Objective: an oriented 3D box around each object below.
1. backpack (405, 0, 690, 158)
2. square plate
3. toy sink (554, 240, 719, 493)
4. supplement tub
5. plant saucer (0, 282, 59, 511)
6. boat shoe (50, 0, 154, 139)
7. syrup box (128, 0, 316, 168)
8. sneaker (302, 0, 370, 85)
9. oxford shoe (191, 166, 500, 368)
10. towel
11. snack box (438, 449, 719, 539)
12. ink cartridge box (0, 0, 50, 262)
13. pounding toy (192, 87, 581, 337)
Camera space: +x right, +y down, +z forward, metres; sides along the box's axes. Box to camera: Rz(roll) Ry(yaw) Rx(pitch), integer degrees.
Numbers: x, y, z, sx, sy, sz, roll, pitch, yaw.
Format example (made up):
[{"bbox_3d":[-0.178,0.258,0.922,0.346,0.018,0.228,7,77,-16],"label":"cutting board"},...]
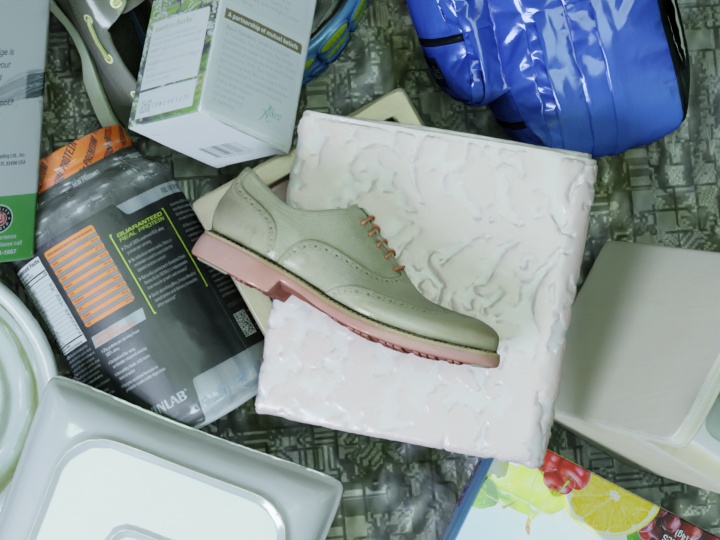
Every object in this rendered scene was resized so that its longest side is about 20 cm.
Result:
[{"bbox_3d":[0.124,-0.167,1.460,0.168,0.163,0.200,-21,100,0],"label":"backpack"},{"bbox_3d":[-0.134,0.190,1.338,0.198,0.028,0.200,21,83,-4],"label":"square plate"},{"bbox_3d":[0.221,0.067,1.416,0.112,0.200,0.130,31,81,-22],"label":"toy sink"},{"bbox_3d":[-0.149,0.014,1.422,0.122,0.123,0.200,-29,89,-9],"label":"supplement tub"},{"bbox_3d":[-0.290,0.077,1.418,0.200,0.050,0.200,1,104,3],"label":"plant saucer"},{"bbox_3d":[-0.162,-0.175,1.421,0.072,0.060,0.202,-53,133,-41],"label":"boat shoe"},{"bbox_3d":[-0.081,-0.176,1.406,0.081,0.079,0.200,23,70,-38],"label":"syrup box"},{"bbox_3d":[-0.027,-0.215,1.490,0.083,0.071,0.200,20,77,2],"label":"sneaker"},{"bbox_3d":[0.000,0.000,1.320,0.200,0.071,0.074,24,87,4],"label":"oxford shoe"},{"bbox_3d":[0.040,0.010,1.367,0.191,0.032,0.200,10,89,4],"label":"towel"},{"bbox_3d":[0.145,0.226,1.466,0.200,0.068,0.169,28,83,-3],"label":"snack box"},{"bbox_3d":[-0.272,-0.106,1.324,0.147,0.083,0.200,-6,108,-45],"label":"ink cartridge box"},{"bbox_3d":[0.025,-0.011,1.455,0.200,0.142,0.184,-29,88,2],"label":"pounding toy"}]
